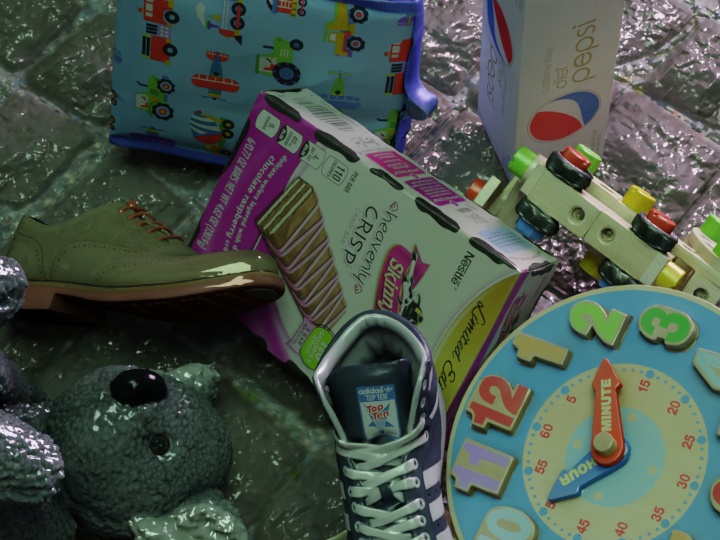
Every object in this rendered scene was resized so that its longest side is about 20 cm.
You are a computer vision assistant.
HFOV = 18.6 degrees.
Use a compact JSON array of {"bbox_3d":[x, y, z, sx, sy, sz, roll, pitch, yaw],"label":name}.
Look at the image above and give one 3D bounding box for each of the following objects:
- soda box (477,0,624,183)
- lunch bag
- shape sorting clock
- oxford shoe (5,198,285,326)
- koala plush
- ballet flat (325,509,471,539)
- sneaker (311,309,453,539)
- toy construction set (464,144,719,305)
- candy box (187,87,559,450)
[{"bbox_3d":[0.116,-0.138,1.354,0.068,0.200,0.064,-18,61,-9],"label":"soda box"},{"bbox_3d":[-0.048,-0.132,1.374,0.199,0.151,0.094,19,43,10],"label":"lunch bag"},{"bbox_3d":[0.139,0.101,1.206,0.199,0.039,0.202,-12,61,23],"label":"shape sorting clock"},{"bbox_3d":[-0.134,-0.009,1.313,0.198,0.070,0.075,-1,76,26],"label":"oxford shoe"},{"bbox_3d":[-0.164,0.103,1.256,0.198,0.185,0.178,2,43,-23],"label":"koala plush"},{"bbox_3d":[-0.024,0.187,1.245,0.199,0.071,0.065,-18,41,-16],"label":"ballet flat"},{"bbox_3d":[0.017,0.118,1.174,0.069,0.109,0.201,-9,60,6],"label":"sneaker"},{"bbox_3d":[0.153,-0.021,1.332,0.199,0.131,0.093,22,100,15],"label":"toy construction set"},{"bbox_3d":[0.000,0.000,1.310,0.199,0.137,0.061,34,21,20],"label":"candy box"}]
